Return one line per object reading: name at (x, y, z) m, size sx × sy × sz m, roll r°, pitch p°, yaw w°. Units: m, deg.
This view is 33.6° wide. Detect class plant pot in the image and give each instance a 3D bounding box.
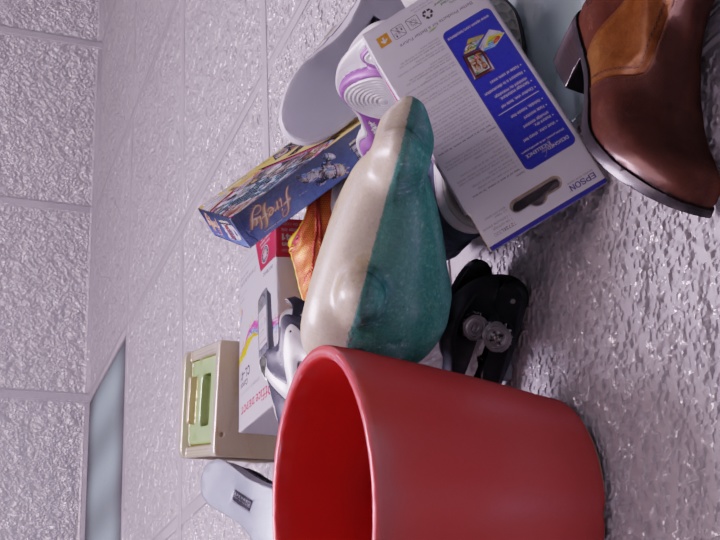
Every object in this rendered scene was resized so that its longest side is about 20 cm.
plant pot at (0.051, 0.154, 0.784) m, size 0.200 × 0.174 × 0.204 m, roll -175°, pitch 90°, yaw -68°

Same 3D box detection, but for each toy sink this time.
toy sink at (-0.153, 0.161, 1.426) m, size 0.200 × 0.110 × 0.133 m, roll 158°, pitch 116°, yaw -67°

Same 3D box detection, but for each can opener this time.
can opener at (0.077, 0.094, 0.896) m, size 0.079 × 0.062 × 0.204 m, roll -62°, pitch -14°, yaw -82°

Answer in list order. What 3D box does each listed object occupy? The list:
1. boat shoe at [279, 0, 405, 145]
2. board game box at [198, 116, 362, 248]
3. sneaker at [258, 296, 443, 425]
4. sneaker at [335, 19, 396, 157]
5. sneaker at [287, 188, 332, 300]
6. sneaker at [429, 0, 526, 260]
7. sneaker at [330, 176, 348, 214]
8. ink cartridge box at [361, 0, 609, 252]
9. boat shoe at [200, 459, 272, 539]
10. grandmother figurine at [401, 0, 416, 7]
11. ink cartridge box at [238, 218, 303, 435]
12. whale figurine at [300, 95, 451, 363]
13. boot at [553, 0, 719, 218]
boat shoe at (-0.013, -0.201, 1.136) m, size 0.202 × 0.070 × 0.070 m, roll -59°, pitch 6°, yaw -10°
board game box at (-0.055, -0.098, 1.148) m, size 0.035 × 0.199 × 0.135 m, roll 57°, pitch 167°, yaw -17°
sneaker at (-0.011, 0.058, 0.998) m, size 0.199 × 0.079 × 0.131 m, roll -43°, pitch 68°, yaw 29°
sneaker at (0.029, -0.162, 1.009) m, size 0.201 × 0.074 × 0.101 m, roll 83°, pitch -152°, yaw -67°
sneaker at (-0.036, 0.000, 1.187) m, size 0.073 × 0.076 × 0.203 m, roll 43°, pitch -133°, yaw -57°
sneaker at (0.072, -0.106, 0.949) m, size 0.146 × 0.076 × 0.206 m, roll 128°, pitch 153°, yaw -67°
sneaker at (0.000, 0.000, 1.117) m, size 0.202 × 0.072 × 0.117 m, roll -101°, pitch 22°, yaw -48°
ink cartridge box at (0.086, -0.112, 0.844) m, size 0.202 × 0.094 × 0.037 m, roll 62°, pitch -177°, yaw 25°
boat shoe at (-0.096, 0.269, 1.307) m, size 0.198 × 0.068 × 0.075 m, roll 18°, pitch 91°, yaw 45°
grandmother figurine at (0.079, -0.303, 1.016) m, size 0.122 × 0.060 × 0.202 m, roll -66°, pitch -2°, yaw -47°
ink cartridge box at (-0.075, 0.064, 1.284) m, size 0.148 × 0.084 × 0.204 m, roll 137°, pitch 136°, yaw -60°
whale figurine at (0.025, -0.015, 0.832) m, size 0.160 × 0.102 × 0.202 m, roll -74°, pitch 2°, yaw -59°
boot at (0.200, -0.154, 0.673) m, size 0.190 × 0.067 × 0.201 m, roll -97°, pitch 30°, yaw -50°
